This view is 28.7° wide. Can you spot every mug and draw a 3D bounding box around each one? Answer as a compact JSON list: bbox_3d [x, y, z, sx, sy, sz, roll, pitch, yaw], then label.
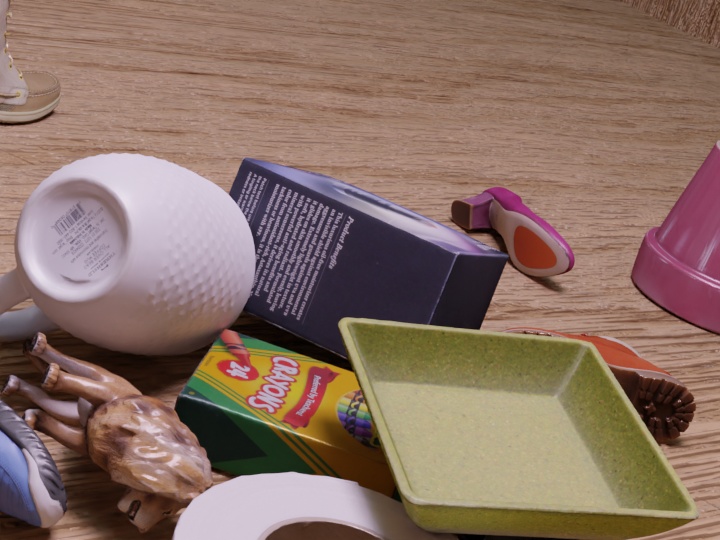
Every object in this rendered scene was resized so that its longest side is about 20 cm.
[{"bbox_3d":[-0.195,-0.002,1.041,0.148,0.199,0.175,64,10,11],"label":"mug"}]

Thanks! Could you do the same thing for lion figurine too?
[{"bbox_3d":[-0.169,0.097,0.945,0.122,0.073,0.200,24,9,-22],"label":"lion figurine"}]

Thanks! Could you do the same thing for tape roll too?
[{"bbox_3d":[-0.019,0.201,0.816,0.201,0.071,0.203,14,22,-6],"label":"tape roll"}]

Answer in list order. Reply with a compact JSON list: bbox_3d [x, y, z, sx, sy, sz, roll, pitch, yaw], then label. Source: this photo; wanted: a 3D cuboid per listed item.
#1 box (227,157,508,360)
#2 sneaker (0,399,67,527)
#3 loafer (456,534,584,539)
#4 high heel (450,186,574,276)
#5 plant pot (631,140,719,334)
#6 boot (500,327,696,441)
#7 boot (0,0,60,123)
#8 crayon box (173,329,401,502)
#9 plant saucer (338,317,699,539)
[{"bbox_3d":[0.000,0.000,1.186,0.198,0.124,0.200,25,7,15],"label":"box"},{"bbox_3d":[-0.267,0.108,0.875,0.199,0.076,0.077,28,50,20],"label":"sneaker"},{"bbox_3d":[0.105,0.179,0.941,0.200,0.068,0.070,41,20,29],"label":"loafer"},{"bbox_3d":[0.195,-0.050,1.577,0.096,0.068,0.200,-11,30,-31],"label":"high heel"},{"bbox_3d":[0.431,-0.041,1.593,0.199,0.180,0.200,16,22,-6],"label":"plant pot"},{"bbox_3d":[0.190,0.089,1.254,0.199,0.075,0.107,19,17,-19],"label":"boot"},{"bbox_3d":[-0.383,-0.237,1.478,0.072,0.155,0.200,29,25,28],"label":"boot"},{"bbox_3d":[-0.030,0.117,1.036,0.199,0.051,0.127,19,21,2],"label":"crayon box"},{"bbox_3d":[0.092,0.112,0.928,0.198,0.048,0.200,6,29,-18],"label":"plant saucer"}]
